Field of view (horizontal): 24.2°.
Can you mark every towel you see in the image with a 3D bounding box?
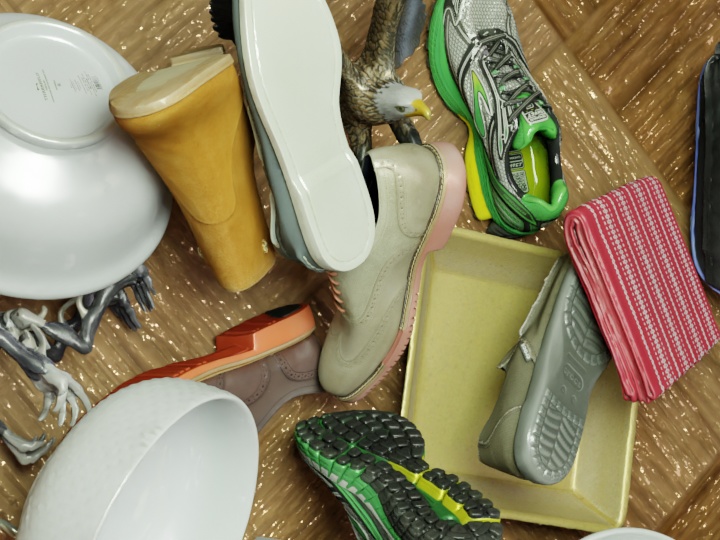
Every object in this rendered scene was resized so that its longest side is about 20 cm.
[{"bbox_3d":[0.208,0.009,1.231,0.200,0.022,0.145,-22,91,-62],"label":"towel"}]

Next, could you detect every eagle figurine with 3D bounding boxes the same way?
[{"bbox_3d":[0.002,-0.137,1.106,0.152,0.150,0.201,-52,133,-46],"label":"eagle figurine"}]

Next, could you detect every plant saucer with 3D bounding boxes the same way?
[{"bbox_3d":[0.112,0.083,1.238,0.199,0.048,0.201,12,80,-25],"label":"plant saucer"}]

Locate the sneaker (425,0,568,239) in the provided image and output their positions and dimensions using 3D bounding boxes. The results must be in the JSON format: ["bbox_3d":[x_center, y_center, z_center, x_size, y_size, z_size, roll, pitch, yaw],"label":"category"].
[{"bbox_3d":[0.111,-0.126,1.235,0.078,0.085,0.201,-19,93,-26],"label":"sneaker"}]

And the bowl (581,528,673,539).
[{"bbox_3d":[0.170,0.286,1.217,0.200,0.090,0.202,2,85,-27],"label":"bowl"}]

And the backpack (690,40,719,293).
[{"bbox_3d":[0.358,-0.068,1.301,0.147,0.182,0.201,6,92,-46],"label":"backpack"}]

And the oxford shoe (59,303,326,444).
[{"bbox_3d":[-0.104,0.092,1.120,0.199,0.071,0.073,-26,102,-26],"label":"oxford shoe"}]

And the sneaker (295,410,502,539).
[{"bbox_3d":[0.015,0.159,1.106,0.078,0.200,0.086,-9,121,-28],"label":"sneaker"}]

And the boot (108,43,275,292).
[{"bbox_3d":[-0.090,-0.055,1.006,0.070,0.201,0.145,-12,102,8],"label":"boot"}]

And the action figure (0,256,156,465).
[{"bbox_3d":[-0.213,0.066,1.043,0.200,0.119,0.102,-38,95,-30],"label":"action figure"}]

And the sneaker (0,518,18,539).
[{"bbox_3d":[-0.267,0.194,1.036,0.200,0.071,0.080,28,113,-35],"label":"sneaker"}]

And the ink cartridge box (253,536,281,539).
[{"bbox_3d":[-0.028,0.276,1.067,0.146,0.200,0.147,-47,106,-22],"label":"ink cartridge box"}]

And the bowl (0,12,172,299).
[{"bbox_3d":[-0.200,-0.089,1.030,0.200,0.090,0.202,13,53,-18],"label":"bowl"}]

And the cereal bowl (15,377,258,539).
[{"bbox_3d":[-0.147,0.154,1.019,0.083,0.200,0.201,20,72,21],"label":"cereal bowl"}]

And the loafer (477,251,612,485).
[{"bbox_3d":[0.129,0.061,1.183,0.075,0.069,0.201,51,49,-30],"label":"loafer"}]

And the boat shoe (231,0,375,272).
[{"bbox_3d":[-0.048,-0.095,1.014,0.073,0.062,0.201,-26,107,-38],"label":"boat shoe"}]

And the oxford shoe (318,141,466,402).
[{"bbox_3d":[0.000,0.000,1.098,0.073,0.071,0.201,3,121,-30],"label":"oxford shoe"}]
